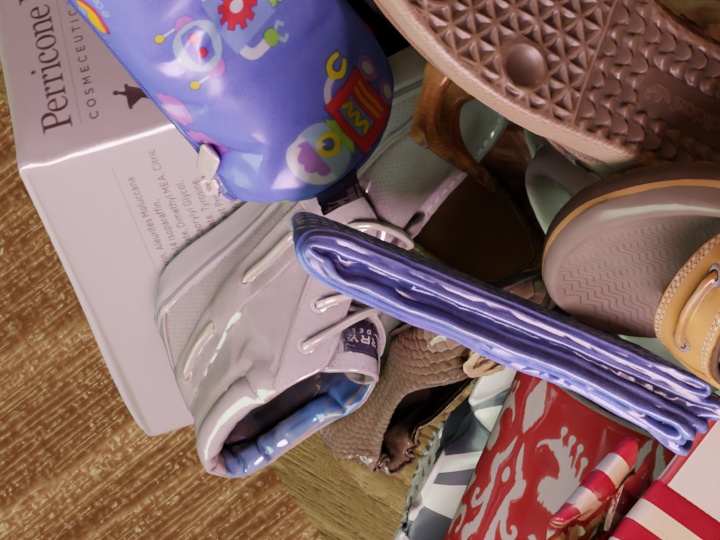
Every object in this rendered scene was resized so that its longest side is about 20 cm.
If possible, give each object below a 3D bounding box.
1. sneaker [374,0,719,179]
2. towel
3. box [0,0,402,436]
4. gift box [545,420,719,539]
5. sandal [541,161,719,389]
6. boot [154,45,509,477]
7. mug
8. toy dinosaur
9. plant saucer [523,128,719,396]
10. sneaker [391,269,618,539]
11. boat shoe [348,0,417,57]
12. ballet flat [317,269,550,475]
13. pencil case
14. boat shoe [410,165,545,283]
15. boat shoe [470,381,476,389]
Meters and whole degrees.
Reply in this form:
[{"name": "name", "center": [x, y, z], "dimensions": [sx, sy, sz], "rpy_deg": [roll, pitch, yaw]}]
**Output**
[{"name": "sneaker", "center": [0.062, -0.061, 0.857], "dimensions": [0.200, 0.071, 0.075], "rpy_deg": [36, 164, -18]}, {"name": "towel", "center": [0.041, 0.017, 0.959], "dimensions": [0.144, 0.024, 0.200], "rpy_deg": [23, -178, -3]}, {"name": "box", "center": [-0.075, -0.074, 1.237], "dimensions": [0.200, 0.130, 0.200], "rpy_deg": [71, -178, -53]}, {"name": "gift box", "center": [0.140, 0.160, 0.987], "dimensions": [0.186, 0.200, 0.185], "rpy_deg": [36, 163, 22]}, {"name": "sandal", "center": [0.125, 0.011, 0.805], "dimensions": [0.199, 0.055, 0.082], "rpy_deg": [3, 155, 45]}, {"name": "boot", "center": [0.000, 0.000, 1.110], "dimensions": [0.073, 0.200, 0.096], "rpy_deg": [17, -137, -39]}, {"name": "mug", "center": [0.097, 0.134, 1.184], "dimensions": [0.133, 0.201, 0.177], "rpy_deg": [30, -158, 29]}, {"name": "toy dinosaur", "center": [0.051, -0.088, 0.992], "dimensions": [0.060, 0.107, 0.200], "rpy_deg": [29, -174, -46]}, {"name": "plant saucer", "center": [0.111, -0.010, 1.039], "dimensions": [0.200, 0.050, 0.200], "rpy_deg": [51, 170, 12]}, {"name": "sneaker", "center": [0.093, 0.100, 1.268], "dimensions": [0.129, 0.200, 0.080], "rpy_deg": [25, -147, -1]}, {"name": "boat shoe", "center": [0.019, -0.090, 1.142], "dimensions": [0.070, 0.066, 0.200], "rpy_deg": [50, 170, 14]}, {"name": "ballet flat", "center": [0.031, 0.046, 1.177], "dimensions": [0.200, 0.067, 0.047], "rpy_deg": [-40, 69, 62]}, {"name": "pencil case", "center": [-0.066, -0.103, 1.016], "dimensions": [0.078, 0.087, 0.200], "rpy_deg": [26, 162, 50]}, {"name": "boat shoe", "center": [0.026, -0.040, 1.325], "dimensions": [0.200, 0.071, 0.077], "rpy_deg": [39, 148, 51]}, {"name": "boat shoe", "center": [0.058, 0.016, 1.378], "dimensions": [0.065, 0.071, 0.200], "rpy_deg": [47, -179, -32]}]
